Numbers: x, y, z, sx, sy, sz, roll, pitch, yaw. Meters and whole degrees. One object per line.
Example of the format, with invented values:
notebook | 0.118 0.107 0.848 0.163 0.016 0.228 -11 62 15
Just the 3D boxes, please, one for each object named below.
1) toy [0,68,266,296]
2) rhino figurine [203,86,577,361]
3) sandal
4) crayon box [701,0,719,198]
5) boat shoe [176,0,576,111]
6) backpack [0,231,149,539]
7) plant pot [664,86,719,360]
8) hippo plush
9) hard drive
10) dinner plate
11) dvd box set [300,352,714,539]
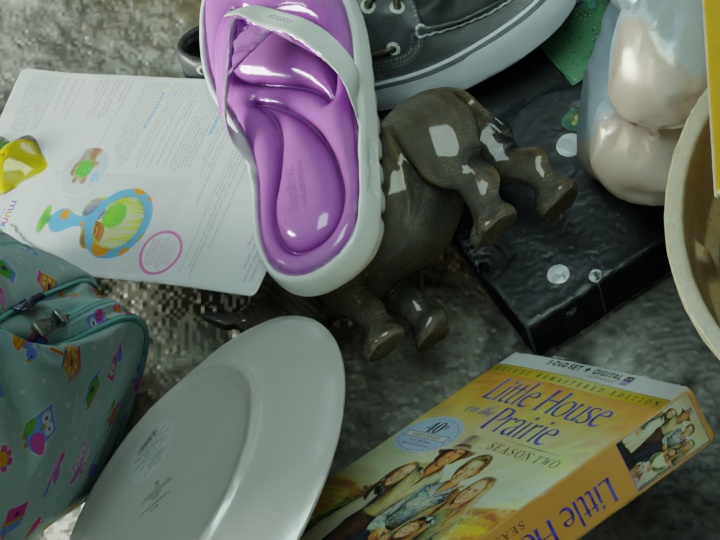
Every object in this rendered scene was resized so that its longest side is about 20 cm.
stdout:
toy | -0.102 -0.037 1.127 0.200 0.047 0.115 8 63 31
rhino figurine | 0.000 0.000 1.067 0.200 0.060 0.087 -46 64 17
sandal | -0.034 -0.081 1.050 0.082 0.050 0.203 -32 51 16
crayon box | 0.229 -0.076 0.863 0.200 0.052 0.126 -4 61 11
boat shoe | 0.002 -0.120 1.121 0.200 0.066 0.070 -14 43 25
backpack | -0.180 0.058 1.024 0.127 0.200 0.167 32 106 9
plant pot | 0.232 0.017 0.948 0.200 0.183 0.200 -6 60 11
hippo plush | 0.184 -0.105 1.034 0.161 0.159 0.200 6 19 -2
hard drive | 0.126 -0.067 1.105 0.200 0.038 0.140 -34 60 -5
dinner plate | -0.079 0.101 0.999 0.200 0.024 0.200 -42 26 26
dvd box set | 0.029 0.103 0.968 0.200 0.029 0.146 -33 17 -19
